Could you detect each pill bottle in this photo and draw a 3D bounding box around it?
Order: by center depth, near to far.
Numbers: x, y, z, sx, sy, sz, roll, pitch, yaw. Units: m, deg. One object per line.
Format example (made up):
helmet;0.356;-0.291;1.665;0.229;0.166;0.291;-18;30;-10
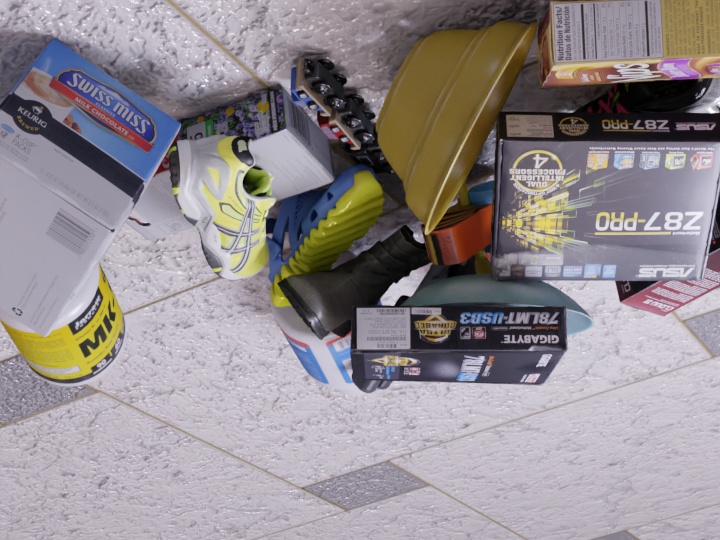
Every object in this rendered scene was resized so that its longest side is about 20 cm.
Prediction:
pill bottle;-0.304;0.026;1.513;0.113;0.115;0.201;-8;153;0
pill bottle;-0.024;0.062;1.668;0.111;0.113;0.200;-11;153;6

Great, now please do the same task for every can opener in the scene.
can opener;0.065;0.056;1.585;0.053;0.067;0.201;-8;135;-54

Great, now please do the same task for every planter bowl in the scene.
planter bowl;0.068;-0.139;1.290;0.083;0.201;0.201;29;151;6

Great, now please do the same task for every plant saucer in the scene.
plant saucer;0.126;0.033;1.476;0.198;0.039;0.201;1;168;0

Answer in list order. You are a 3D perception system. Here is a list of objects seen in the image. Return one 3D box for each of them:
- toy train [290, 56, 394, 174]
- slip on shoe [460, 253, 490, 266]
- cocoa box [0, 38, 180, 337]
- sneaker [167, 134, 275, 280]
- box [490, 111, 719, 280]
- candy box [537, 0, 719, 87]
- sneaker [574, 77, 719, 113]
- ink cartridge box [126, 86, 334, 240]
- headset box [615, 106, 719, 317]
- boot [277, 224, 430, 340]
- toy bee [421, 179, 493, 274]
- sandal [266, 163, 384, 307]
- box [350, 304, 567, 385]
toy train;-0.015;-0.137;1.377;0.045;0.035;0.200;-5;156;22
slip on shoe;0.112;0.029;1.672;0.061;0.074;0.201;-46;162;-27
cocoa box;-0.261;-0.066;1.285;0.133;0.132;0.200;33;141;-8
sneaker;-0.107;-0.051;1.356;0.075;0.076;0.200;-12;154;8
box;0.216;-0.065;1.364;0.197;0.049;0.162;1;133;1
candy box;0.249;-0.190;1.260;0.197;0.057;0.117;-2;179;2
sneaker;0.246;-0.153;1.378;0.199;0.074;0.087;-27;148;23
ink cartridge box;-0.135;-0.095;1.402;0.198;0.051;0.109;-17;152;17
headset box;0.319;-0.059;1.494;0.077;0.150;0.199;15;144;-38
boot;0.000;0.000;1.463;0.130;0.068;0.200;-40;170;8
toy bee;0.122;-0.047;1.507;0.198;0.133;0.108;1;178;-40
sandal;-0.049;-0.046;1.483;0.079;0.088;0.200;-13;157;-40
box;0.089;0.072;1.458;0.196;0.050;0.200;2;168;0
